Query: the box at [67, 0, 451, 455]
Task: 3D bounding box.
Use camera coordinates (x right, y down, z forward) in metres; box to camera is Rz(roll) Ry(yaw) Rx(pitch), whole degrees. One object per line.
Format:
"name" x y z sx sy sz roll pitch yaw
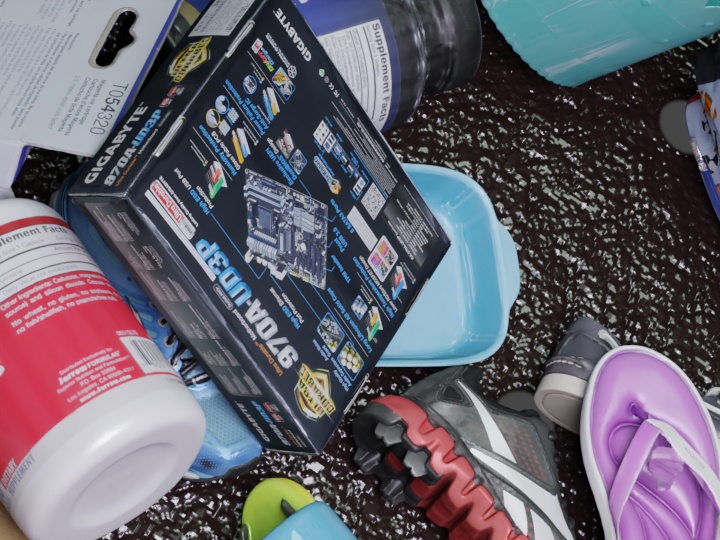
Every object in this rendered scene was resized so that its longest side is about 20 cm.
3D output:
"box" -0.046 -0.026 1.217 0.200 0.046 0.159 54 54 -33

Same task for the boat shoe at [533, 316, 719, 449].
"boat shoe" 0.203 0.089 1.363 0.199 0.073 0.063 24 64 -4

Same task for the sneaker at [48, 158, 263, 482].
"sneaker" -0.111 0.023 1.259 0.078 0.090 0.201 -23 78 -28

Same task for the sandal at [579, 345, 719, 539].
"sandal" 0.172 0.133 1.274 0.082 0.050 0.204 1 66 -13

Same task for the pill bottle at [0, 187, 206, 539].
"pill bottle" -0.178 0.037 1.205 0.112 0.113 0.200 -26 65 -28

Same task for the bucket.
"bucket" 0.152 -0.219 1.400 0.207 0.134 0.208 39 40 -41

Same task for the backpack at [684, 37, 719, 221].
"backpack" 0.302 -0.066 1.419 0.199 0.154 0.192 -15 81 -22

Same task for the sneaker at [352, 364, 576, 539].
"sneaker" 0.089 0.135 1.297 0.098 0.071 0.201 -37 84 -30

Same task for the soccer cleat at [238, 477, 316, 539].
"soccer cleat" 0.005 0.198 1.254 0.201 0.065 0.084 53 31 12

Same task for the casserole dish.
"casserole dish" 0.000 0.000 1.327 0.199 0.039 0.122 0 75 -29

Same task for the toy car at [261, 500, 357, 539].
"toy car" -0.032 0.228 1.109 0.177 0.200 0.185 -41 78 5

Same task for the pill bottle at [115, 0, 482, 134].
"pill bottle" -0.033 -0.123 1.342 0.199 0.112 0.112 -20 75 -27

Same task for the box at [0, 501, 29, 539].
"box" -0.245 0.187 1.173 0.163 0.021 0.200 44 59 2

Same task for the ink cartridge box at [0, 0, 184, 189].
"ink cartridge box" -0.203 -0.126 1.254 0.198 0.044 0.197 13 44 8
